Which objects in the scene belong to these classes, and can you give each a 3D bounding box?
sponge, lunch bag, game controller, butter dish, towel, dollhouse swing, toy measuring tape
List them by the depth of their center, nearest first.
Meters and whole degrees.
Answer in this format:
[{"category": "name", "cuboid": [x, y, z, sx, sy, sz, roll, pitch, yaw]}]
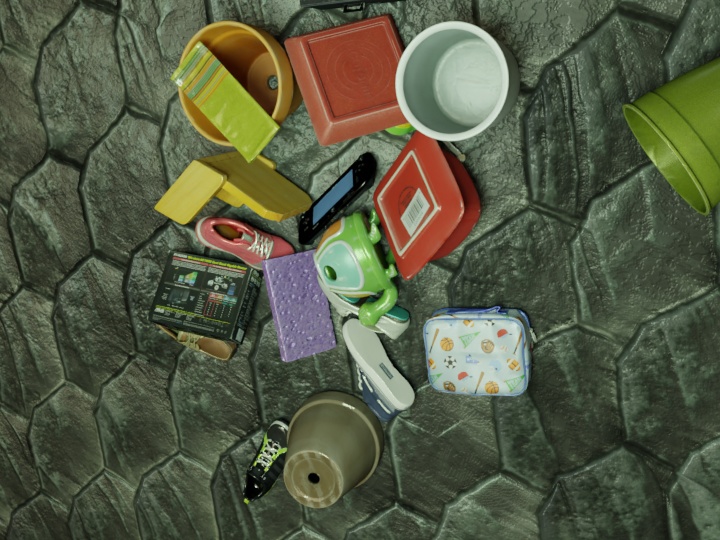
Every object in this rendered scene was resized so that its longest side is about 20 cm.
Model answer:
[{"category": "towel", "cuboid": [-0.225, -0.277, 1.251, 0.200, 0.018, 0.086, 47, 115, 5]}, {"category": "butter dish", "cuboid": [0.135, -0.110, 1.289, 0.200, 0.147, 0.201, -52, 46, 42]}, {"category": "toy measuring tape", "cuboid": [0.091, -0.243, 1.305, 0.200, 0.074, 0.074, 47, 115, 4]}, {"category": "lunch bag", "cuboid": [0.214, 0.140, 1.355, 0.198, 0.075, 0.162, -2, 100, 23]}, {"category": "game controller", "cuboid": [-0.045, -0.128, 1.376, 0.042, 0.105, 0.200, 39, 116, -17]}, {"category": "dollhouse swing", "cuboid": [-0.224, -0.118, 1.394, 0.182, 0.200, 0.176, -43, 87, 25]}, {"category": "sponge", "cuboid": [-0.117, 0.066, 1.453, 0.030, 0.111, 0.202, 9, 112, 64]}]

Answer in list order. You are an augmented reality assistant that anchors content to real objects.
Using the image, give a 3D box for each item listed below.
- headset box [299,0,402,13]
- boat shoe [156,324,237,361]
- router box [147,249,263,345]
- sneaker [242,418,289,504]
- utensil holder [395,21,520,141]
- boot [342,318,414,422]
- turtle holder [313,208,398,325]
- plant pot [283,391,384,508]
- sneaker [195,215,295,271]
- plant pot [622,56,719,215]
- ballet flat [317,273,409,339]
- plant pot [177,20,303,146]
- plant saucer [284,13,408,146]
[{"category": "headset box", "cuboid": [-0.015, -0.535, 1.262, 0.172, 0.093, 0.202, 3, 105, 22]}, {"category": "boat shoe", "cuboid": [-0.354, 0.131, 1.579, 0.199, 0.074, 0.076, 29, 113, 13]}, {"category": "router box", "cuboid": [-0.310, 0.053, 1.511, 0.198, 0.062, 0.151, 11, 75, 19]}, {"category": "sneaker", "cuboid": [-0.193, 0.407, 1.580, 0.071, 0.083, 0.202, 26, 111, 13]}, {"category": "utensil holder", "cuboid": [0.162, -0.294, 1.191, 0.168, 0.200, 0.172, 4, 103, 18]}, {"category": "boot", "cuboid": [0.015, 0.195, 1.453, 0.201, 0.072, 0.090, 56, 135, 13]}, {"category": "turtle holder", "cuboid": [-0.003, -0.009, 1.363, 0.131, 0.142, 0.186, -23, 127, 8]}, {"category": "plant pot", "cuboid": [-0.066, 0.358, 1.456, 0.198, 0.174, 0.202, 3, 104, 13]}, {"category": "sneaker", "cuboid": [-0.212, -0.049, 1.427, 0.198, 0.087, 0.075, 18, 81, -20]}, {"category": "plant pot", "cuboid": [0.520, -0.218, 1.090, 0.192, 0.200, 0.201, -36, 89, 13]}, {"category": "ballet flat", "cuboid": [-0.003, 0.071, 1.432, 0.199, 0.069, 0.070, 28, 112, 9]}, {"category": "plant pot", "cuboid": [-0.188, -0.328, 1.335, 0.198, 0.183, 0.203, 5, 105, 20]}, {"category": "plant saucer", "cuboid": [-0.004, -0.327, 1.257, 0.198, 0.037, 0.202, -17, 80, -13]}]
